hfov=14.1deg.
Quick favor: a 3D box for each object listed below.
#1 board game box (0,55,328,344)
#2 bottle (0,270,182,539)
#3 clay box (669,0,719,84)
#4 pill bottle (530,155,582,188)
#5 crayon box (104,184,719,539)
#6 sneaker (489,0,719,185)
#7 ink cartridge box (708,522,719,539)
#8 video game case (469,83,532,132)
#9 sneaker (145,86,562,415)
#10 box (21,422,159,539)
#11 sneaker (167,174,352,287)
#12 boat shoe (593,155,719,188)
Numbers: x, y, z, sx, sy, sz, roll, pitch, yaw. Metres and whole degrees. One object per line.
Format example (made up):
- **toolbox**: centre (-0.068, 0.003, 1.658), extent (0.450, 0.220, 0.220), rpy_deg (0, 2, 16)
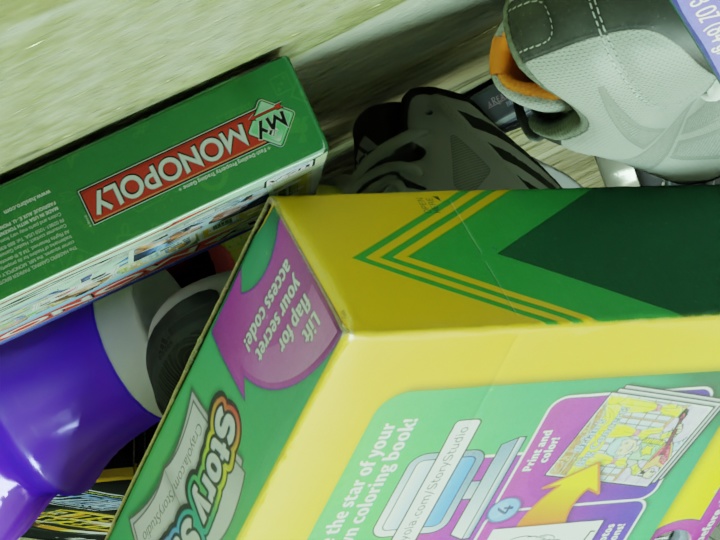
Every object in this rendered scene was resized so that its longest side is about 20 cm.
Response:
- **board game box**: centre (-0.106, 0.004, 0.782), extent (0.200, 0.029, 0.135), rpy_deg (-25, 177, -4)
- **bottle**: centre (-0.141, 0.058, 0.900), extent (0.200, 0.084, 0.065), rpy_deg (-25, -174, 17)
- **clay box**: centre (0.168, -0.089, 0.640), extent (0.200, 0.048, 0.115), rpy_deg (-25, 138, 14)
- **pill bottle**: centre (0.033, 0.009, 1.144), extent (0.112, 0.112, 0.200), rpy_deg (-24, 180, -13)
- **crayon box**: centre (0.022, 0.063, 0.848), extent (0.172, 0.058, 0.200), rpy_deg (-1, 136, -32)
- **sneaker**: centre (0.074, -0.062, 0.790), extent (0.079, 0.074, 0.200), rpy_deg (-16, 172, 3)
- **ink cartridge box**: centre (0.167, 0.044, 0.952), extent (0.200, 0.161, 0.050), rpy_deg (-57, 160, 6)
- **video game case**: centre (0.141, -0.102, 1.057), extent (0.143, 0.019, 0.200), rpy_deg (-22, 177, -45)
- **sneaker**: centre (0.000, 0.000, 0.909), extent (0.200, 0.115, 0.076), rpy_deg (1, 134, -41)
- **box**: centre (-0.071, 0.066, 1.028), extent (0.159, 0.049, 0.200), rpy_deg (-11, 165, 35)
- **sneaker**: centre (-0.052, 0.011, 1.050), extent (0.090, 0.078, 0.200), rpy_deg (-11, 168, -27)
- **boat shoe**: centre (0.120, -0.045, 1.039), extent (0.063, 0.073, 0.200), rpy_deg (-22, 173, 9)
